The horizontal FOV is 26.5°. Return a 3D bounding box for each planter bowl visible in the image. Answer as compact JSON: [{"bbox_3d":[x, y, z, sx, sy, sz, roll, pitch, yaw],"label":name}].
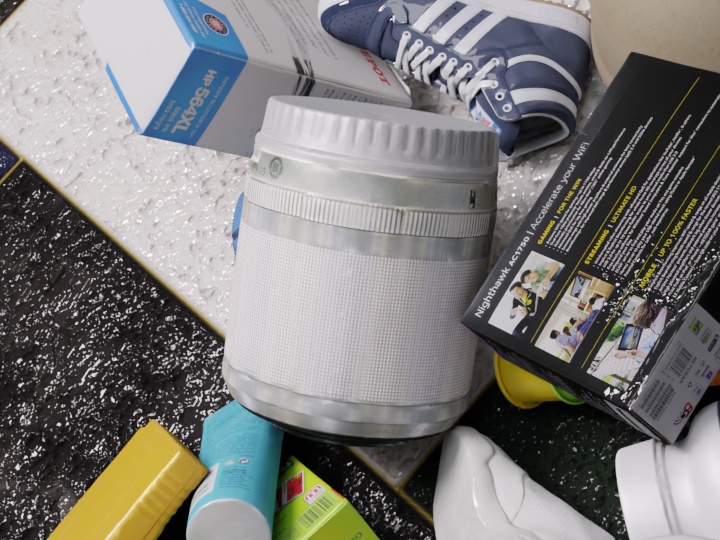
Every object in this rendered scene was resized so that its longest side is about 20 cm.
[{"bbox_3d":[0.240,-0.202,1.000,0.199,0.135,0.201,-8,61,15],"label":"planter bowl"}]

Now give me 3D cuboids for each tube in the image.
[{"bbox_3d":[-0.079,0.122,0.992,0.077,0.051,0.200,-25,19,9],"label":"tube"}]

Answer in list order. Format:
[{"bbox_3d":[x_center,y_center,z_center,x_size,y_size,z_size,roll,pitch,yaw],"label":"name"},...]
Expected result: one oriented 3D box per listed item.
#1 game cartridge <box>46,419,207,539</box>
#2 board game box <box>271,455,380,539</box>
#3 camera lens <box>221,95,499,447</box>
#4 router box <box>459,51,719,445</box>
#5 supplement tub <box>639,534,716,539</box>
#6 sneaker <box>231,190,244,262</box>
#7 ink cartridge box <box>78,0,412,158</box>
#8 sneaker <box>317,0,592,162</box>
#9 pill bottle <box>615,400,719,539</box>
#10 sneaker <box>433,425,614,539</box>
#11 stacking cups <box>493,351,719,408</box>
[{"bbox_3d":[-0.181,0.190,0.997,0.200,0.032,0.176,-50,12,-8],"label":"game cartridge"},{"bbox_3d":[-0.087,0.210,0.945,0.200,0.048,0.102,-41,21,-11],"label":"board game box"},{"bbox_3d":[0.000,0.000,0.962,0.159,0.160,0.201,14,102,33],"label":"camera lens"},{"bbox_3d":[0.166,-0.020,0.874,0.149,0.051,0.200,28,82,50],"label":"router box"},{"bbox_3d":[0.175,0.222,0.750,0.131,0.200,0.133,-13,56,20],"label":"supplement tub"},{"bbox_3d":[-0.003,-0.024,1.083,0.199,0.066,0.079,4,76,29],"label":"sneaker"},{"bbox_3d":[-0.082,-0.153,1.104,0.084,0.199,0.146,-54,46,27],"label":"ink cartridge box"},{"bbox_3d":[0.063,-0.142,1.077,0.199,0.070,0.109,8,66,0],"label":"sneaker"},{"bbox_3d":[0.247,0.116,0.831,0.199,0.116,0.116,-19,55,17],"label":"pill bottle"},{"bbox_3d":[0.105,0.159,0.906,0.200,0.088,0.076,-125,42,-62],"label":"sneaker"},{"bbox_3d":[0.174,0.048,0.909,0.199,0.060,0.061,-9,56,43],"label":"stacking cups"}]
